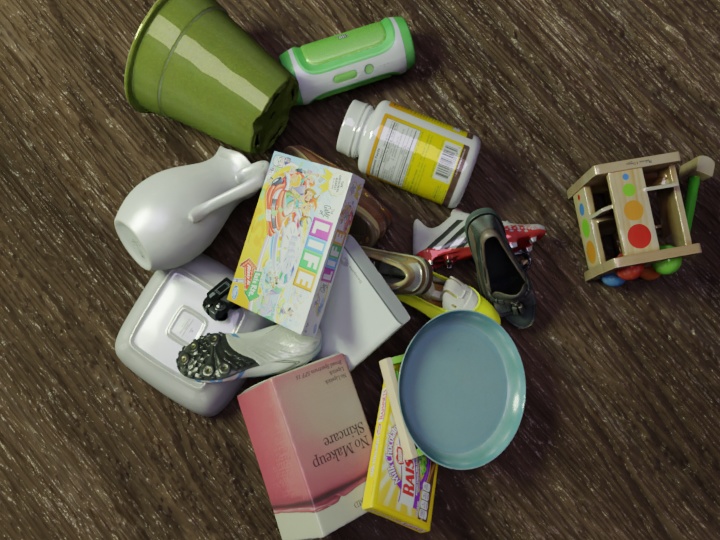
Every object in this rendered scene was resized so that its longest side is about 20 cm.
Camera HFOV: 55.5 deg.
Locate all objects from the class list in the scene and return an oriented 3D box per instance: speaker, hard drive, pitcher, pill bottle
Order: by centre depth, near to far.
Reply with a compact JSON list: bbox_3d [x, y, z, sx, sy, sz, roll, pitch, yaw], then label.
[{"bbox_3d":[-0.028,0.061,0.924,0.026,0.200,0.133,-29,78,-42],"label":"hard drive"},{"bbox_3d":[-0.220,-0.090,0.925,0.199,0.170,0.123,-40,114,-28],"label":"pitcher"},{"bbox_3d":[0.068,-0.175,0.996,0.196,0.109,0.112,22,81,3],"label":"pill bottle"},{"bbox_3d":[-0.020,-0.315,1.030,0.195,0.089,0.091,-19,81,-3],"label":"speaker"}]

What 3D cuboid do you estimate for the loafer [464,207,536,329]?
[{"bbox_3d":[0.195,0.012,0.941,0.070,0.063,0.202,-25,119,10],"label":"loafer"}]

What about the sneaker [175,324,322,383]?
[{"bbox_3d":[-0.146,0.115,0.915,0.194,0.073,0.073,-10,58,-12],"label":"sneaker"}]

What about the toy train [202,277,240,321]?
[{"bbox_3d":[-0.146,0.000,0.964,0.045,0.035,0.200,32,51,20],"label":"toy train"}]

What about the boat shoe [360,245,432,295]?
[{"bbox_3d":[0.000,0.000,0.939,0.196,0.075,0.074,-3,88,38],"label":"boat shoe"}]

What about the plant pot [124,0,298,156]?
[{"bbox_3d":[-0.193,-0.263,0.959,0.188,0.200,0.203,33,82,6],"label":"plant pot"}]

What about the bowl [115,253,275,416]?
[{"bbox_3d":[-0.237,0.083,0.971,0.197,0.075,0.203,31,80,4],"label":"bowl"}]

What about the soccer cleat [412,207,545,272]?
[{"bbox_3d":[0.170,-0.055,0.998,0.194,0.069,0.087,-12,70,5],"label":"soccer cleat"}]

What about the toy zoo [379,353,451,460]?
[{"bbox_3d":[0.126,0.167,0.943,0.196,0.020,0.135,-10,78,-32],"label":"toy zoo"}]

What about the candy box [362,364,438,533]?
[{"bbox_3d":[0.063,0.231,0.916,0.101,0.026,0.204,27,55,-24],"label":"candy box"}]

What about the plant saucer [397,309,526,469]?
[{"bbox_3d":[0.131,0.155,0.902,0.195,0.027,0.206,3,83,-24],"label":"plant saucer"}]

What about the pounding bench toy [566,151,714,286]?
[{"bbox_3d":[0.421,-0.070,0.974,0.194,0.124,0.161,-10,81,-2],"label":"pounding bench toy"}]

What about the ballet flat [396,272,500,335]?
[{"bbox_3d":[0.105,0.030,0.959,0.196,0.068,0.067,24,56,19],"label":"ballet flat"}]

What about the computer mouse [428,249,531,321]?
[{"bbox_3d":[0.175,0.037,1.001,0.199,0.034,0.059,-42,83,-7],"label":"computer mouse"}]

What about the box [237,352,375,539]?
[{"bbox_3d":[-0.062,0.232,0.905,0.126,0.108,0.205,-14,79,-40],"label":"box"}]

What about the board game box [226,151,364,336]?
[{"bbox_3d":[-0.084,-0.037,0.868,0.132,0.034,0.205,19,92,32],"label":"board game box"}]

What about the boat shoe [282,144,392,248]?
[{"bbox_3d":[-0.035,-0.116,1.013,0.199,0.073,0.067,43,50,14],"label":"boat shoe"}]
